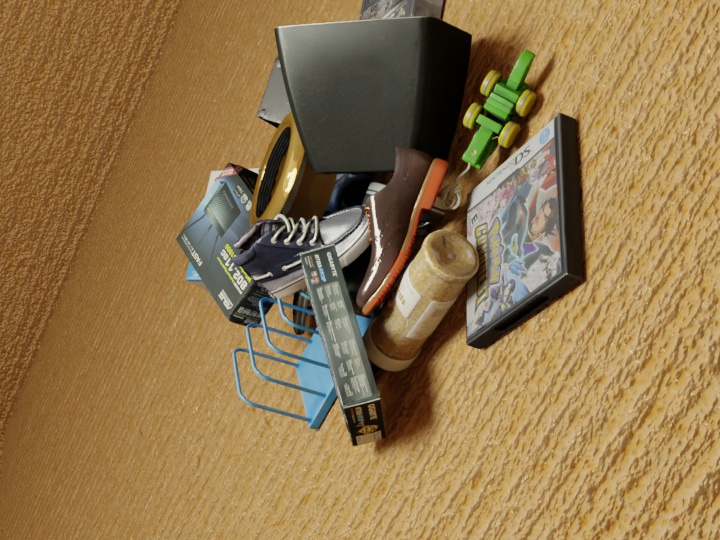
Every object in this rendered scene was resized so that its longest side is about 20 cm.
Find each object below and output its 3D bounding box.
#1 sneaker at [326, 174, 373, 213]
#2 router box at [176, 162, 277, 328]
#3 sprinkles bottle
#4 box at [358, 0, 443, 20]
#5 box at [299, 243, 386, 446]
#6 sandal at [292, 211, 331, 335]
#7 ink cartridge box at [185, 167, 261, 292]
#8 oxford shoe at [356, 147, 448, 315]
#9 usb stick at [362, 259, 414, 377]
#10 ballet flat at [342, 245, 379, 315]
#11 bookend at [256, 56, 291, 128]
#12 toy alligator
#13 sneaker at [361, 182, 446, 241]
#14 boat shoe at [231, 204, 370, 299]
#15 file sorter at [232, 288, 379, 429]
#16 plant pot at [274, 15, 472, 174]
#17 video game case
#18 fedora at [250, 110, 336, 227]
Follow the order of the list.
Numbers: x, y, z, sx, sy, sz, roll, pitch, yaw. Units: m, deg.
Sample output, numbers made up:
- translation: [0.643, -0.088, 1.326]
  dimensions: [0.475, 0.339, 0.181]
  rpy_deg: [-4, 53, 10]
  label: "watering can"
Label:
- translation: [-0.040, -0.074, 1.700]
  dimensions: [0.201, 0.066, 0.079]
  rpy_deg: [-61, 28, 25]
  label: "sneaker"
- translation: [-0.171, -0.038, 1.686]
  dimensions: [0.150, 0.062, 0.200]
  rpy_deg: [-54, 48, 18]
  label: "router box"
- translation: [0.067, 0.038, 1.332]
  dimensions: [0.200, 0.068, 0.068]
  rpy_deg: [121, 156, -48]
  label: "sprinkles bottle"
- translation: [0.061, -0.399, 1.735]
  dimensions: [0.200, 0.048, 0.159]
  rpy_deg: [-27, 50, 60]
  label: "box"
- translation: [-0.020, 0.092, 1.383]
  dimensions: [0.159, 0.046, 0.201]
  rpy_deg: [82, 172, -65]
  label: "box"
- translation: [-0.058, 0.009, 1.686]
  dimensions: [0.082, 0.054, 0.201]
  rpy_deg: [-101, 27, -66]
  label: "sandal"
- translation: [-0.194, -0.064, 1.949]
  dimensions: [0.146, 0.086, 0.201]
  rpy_deg: [-1, 71, 33]
  label: "ink cartridge box"
- translation: [0.031, -0.046, 1.343]
  dimensions: [0.071, 0.072, 0.201]
  rpy_deg: [106, -171, -80]
  label: "oxford shoe"
- translation: [0.036, 0.071, 1.461]
  dimensions: [0.200, 0.032, 0.056]
  rpy_deg: [-58, 33, 29]
  label: "usb stick"
- translation: [0.000, 0.000, 1.559]
  dimensions: [0.057, 0.066, 0.200]
  rpy_deg: [-58, 19, 29]
  label: "ballet flat"
- translation: [-0.012, -0.216, 1.676]
  dimensions: [0.200, 0.198, 0.093]
  rpy_deg: [19, -90, -69]
  label: "bookend"
- translation: [0.150, -0.160, 1.344]
  dimensions: [0.201, 0.059, 0.054]
  rpy_deg: [-62, -16, 11]
  label: "toy alligator"
- translation: [0.050, -0.066, 1.477]
  dimensions: [0.080, 0.078, 0.200]
  rpy_deg: [-69, 15, -2]
  label: "sneaker"
- translation: [-0.072, -0.039, 1.451]
  dimensions: [0.200, 0.093, 0.075]
  rpy_deg: [-34, 36, 28]
  label: "boat shoe"
- translation: [-0.079, 0.087, 1.595]
  dimensions: [0.200, 0.122, 0.139]
  rpy_deg: [-60, 26, 25]
  label: "file sorter"
- translation: [0.022, -0.209, 1.449]
  dimensions: [0.200, 0.199, 0.178]
  rpy_deg: [-15, -75, -70]
  label: "plant pot"
- translation: [0.170, -0.040, 1.246]
  dimensions: [0.181, 0.025, 0.201]
  rpy_deg: [-42, 37, 50]
  label: "video game case"
- translation: [-0.084, -0.119, 1.553]
  dimensions: [0.201, 0.081, 0.202]
  rpy_deg: [-164, 90, -73]
  label: "fedora"
